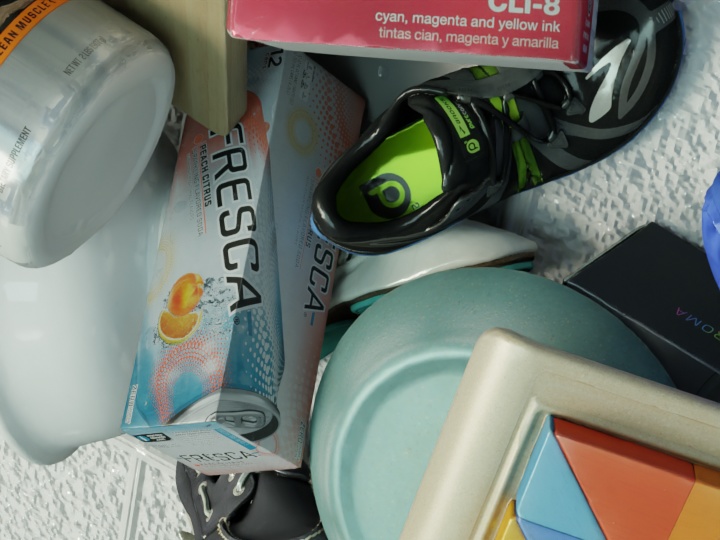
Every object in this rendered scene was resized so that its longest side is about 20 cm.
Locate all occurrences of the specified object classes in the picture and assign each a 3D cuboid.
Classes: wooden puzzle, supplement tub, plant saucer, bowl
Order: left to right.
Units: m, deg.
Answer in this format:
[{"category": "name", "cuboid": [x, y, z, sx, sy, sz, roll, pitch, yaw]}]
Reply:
[{"category": "supplement tub", "cuboid": [-0.195, -0.100, 1.041, 0.199, 0.122, 0.123, 32, 124, 12]}, {"category": "bowl", "cuboid": [-0.124, -0.002, 1.158, 0.090, 0.201, 0.203, -2, 109, 14]}, {"category": "plant saucer", "cuboid": [0.057, 0.100, 1.022, 0.199, 0.036, 0.202, 7, 106, 26]}, {"category": "wooden puzzle", "cuboid": [0.115, 0.137, 0.964, 0.199, 0.037, 0.186, 20, 115, 0]}]

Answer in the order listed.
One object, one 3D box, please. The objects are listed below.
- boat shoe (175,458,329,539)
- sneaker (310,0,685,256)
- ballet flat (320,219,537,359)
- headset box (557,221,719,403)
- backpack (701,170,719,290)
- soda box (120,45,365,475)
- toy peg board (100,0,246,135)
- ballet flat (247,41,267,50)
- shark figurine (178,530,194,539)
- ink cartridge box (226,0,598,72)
[{"category": "boat shoe", "cuboid": [-0.059, 0.113, 1.167, 0.200, 0.072, 0.063, -149, 44, -72]}, {"category": "sneaker", "cuboid": [0.063, -0.064, 1.037, 0.199, 0.083, 0.071, -31, 88, 13]}, {"category": "ballet flat", "cuboid": [0.000, 0.000, 1.143, 0.199, 0.069, 0.070, -24, 94, 39]}, {"category": "headset box", "cuboid": [0.156, 0.101, 1.051, 0.173, 0.093, 0.201, 31, 123, 21]}, {"category": "backpack", "cuboid": [0.217, -0.032, 0.894, 0.167, 0.162, 0.201, -20, 91, 11]}, {"category": "soda box", "cuboid": [-0.055, -0.006, 1.099, 0.063, 0.068, 0.201, -9, 62, 37]}, {"category": "toy peg board", "cuboid": [-0.114, -0.191, 1.028, 0.198, 0.098, 0.200, 33, 159, 11]}, {"category": "ballet flat", "cuboid": [-0.028, -0.177, 1.086, 0.076, 0.064, 0.200, 47, 128, 9]}, {"category": "shark figurine", "cuboid": [0.000, 0.153, 1.207, 0.214, 0.127, 0.090, -18, 72, 55]}, {"category": "ink cartridge box", "cuboid": [0.032, -0.188, 0.933, 0.143, 0.145, 0.202, 5, 94, 8]}]
